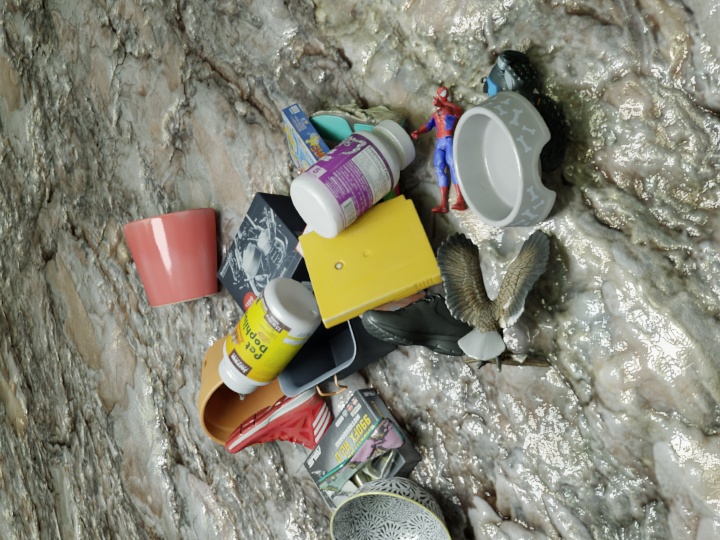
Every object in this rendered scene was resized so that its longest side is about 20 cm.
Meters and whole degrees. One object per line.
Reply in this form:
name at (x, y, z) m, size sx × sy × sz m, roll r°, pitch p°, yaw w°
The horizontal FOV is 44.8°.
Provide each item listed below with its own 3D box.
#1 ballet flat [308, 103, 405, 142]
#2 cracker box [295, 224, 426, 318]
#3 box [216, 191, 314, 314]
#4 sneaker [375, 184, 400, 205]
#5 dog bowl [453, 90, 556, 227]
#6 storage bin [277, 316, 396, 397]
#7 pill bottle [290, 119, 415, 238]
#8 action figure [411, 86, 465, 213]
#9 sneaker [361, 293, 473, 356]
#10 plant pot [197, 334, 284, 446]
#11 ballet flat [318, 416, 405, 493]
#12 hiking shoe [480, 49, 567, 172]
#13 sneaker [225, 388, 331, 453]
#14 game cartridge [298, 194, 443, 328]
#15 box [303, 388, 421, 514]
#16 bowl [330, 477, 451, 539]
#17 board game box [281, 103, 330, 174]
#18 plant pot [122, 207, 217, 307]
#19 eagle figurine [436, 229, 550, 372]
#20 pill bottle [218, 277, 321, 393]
ballet flat at (-0.001, -0.262, 1.540) m, size 0.198 × 0.068 × 0.076 m, roll 13°, pitch 53°, yaw 40°
cracker box at (0.000, 0.000, 1.478) m, size 0.200 × 0.133 × 0.058 m, roll 45°, pitch 116°, yaw 34°
box at (-0.155, -0.011, 1.649) m, size 0.182 × 0.103 × 0.202 m, roll 48°, pitch 119°, yaw 35°
sneaker at (0.026, -0.106, 1.497) m, size 0.083 × 0.076 × 0.203 m, roll -17°, pitch 66°, yaw 33°
dog bowl at (0.205, -0.156, 1.281) m, size 0.200 × 0.058 × 0.203 m, roll 46°, pitch 144°, yaw 47°
storage bin at (-0.037, 0.137, 1.507) m, size 0.199 × 0.133 × 0.148 m, roll -34°, pitch 66°, yaw 38°
pill bottle at (-0.008, -0.153, 1.400) m, size 0.112 × 0.199 × 0.113 m, roll 41°, pitch 157°, yaw 22°
action figure at (0.122, -0.200, 1.400) m, size 0.065 × 0.098 × 0.204 m, roll -6°, pitch 81°, yaw 42°
sneaker at (0.092, 0.076, 1.358) m, size 0.076 × 0.197 × 0.092 m, roll -4°, pitch 75°, yaw 62°
plant pot at (-0.218, 0.213, 1.655) m, size 0.202 × 0.198 × 0.141 m, roll -60°, pitch 35°, yaw 23°
ballet flat at (0.004, 0.323, 1.448) m, size 0.071 × 0.069 × 0.200 m, roll 47°, pitch 120°, yaw 11°
hiking shoe at (0.246, -0.227, 1.309) m, size 0.087 × 0.073 × 0.203 m, roll -48°, pitch 53°, yaw 54°
sneaker at (-0.139, 0.300, 1.584) m, size 0.198 × 0.078 × 0.116 m, roll -33°, pitch 99°, yaw 3°
game cartridge at (0.014, -0.018, 1.385) m, size 0.197 × 0.033 × 0.178 m, roll -21°, pitch 54°, yaw 2°
box at (-0.002, 0.332, 1.523) m, size 0.201 × 0.048 × 0.159 m, roll -55°, pitch 54°, yaw 27°
bowl at (0.057, 0.398, 1.410) m, size 0.197 × 0.095 × 0.204 m, roll 7°, pitch 123°, yaw 10°
board game box at (-0.076, -0.186, 1.574) m, size 0.201 × 0.034 × 0.136 m, roll 56°, pitch 165°, yaw 30°
plant pot at (-0.383, -0.024, 1.820) m, size 0.198 × 0.199 × 0.181 m, roll -10°, pitch 92°, yaw 43°
eagle figurine at (0.195, 0.041, 1.298) m, size 0.150 × 0.149 × 0.204 m, roll 9°, pitch 100°, yaw 63°
pill bottle at (-0.157, 0.114, 1.457) m, size 0.201 × 0.108 × 0.110 m, roll -51°, pitch 56°, yaw 30°
